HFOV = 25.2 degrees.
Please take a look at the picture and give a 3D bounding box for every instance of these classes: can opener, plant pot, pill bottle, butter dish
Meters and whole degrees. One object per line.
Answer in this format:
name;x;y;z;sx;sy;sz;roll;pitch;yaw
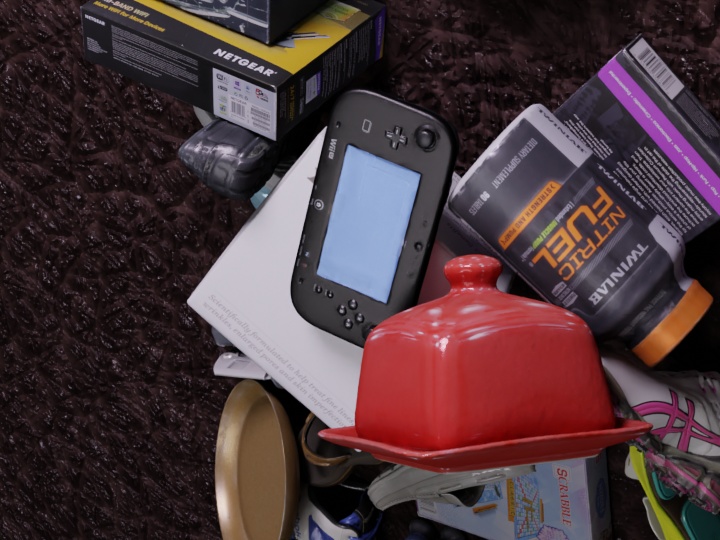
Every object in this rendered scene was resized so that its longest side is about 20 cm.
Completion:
can opener;-0.069;0.079;1.575;0.198;0.053;0.068;1;122;39
plant pot;-0.104;0.213;1.654;0.200;0.027;0.203;-179;90;-66
pill bottle;0.169;-0.021;1.203;0.200;0.106;0.106;43;139;4
butter dish;0.085;0.063;1.177;0.199;0.197;0.150;180;87;-66

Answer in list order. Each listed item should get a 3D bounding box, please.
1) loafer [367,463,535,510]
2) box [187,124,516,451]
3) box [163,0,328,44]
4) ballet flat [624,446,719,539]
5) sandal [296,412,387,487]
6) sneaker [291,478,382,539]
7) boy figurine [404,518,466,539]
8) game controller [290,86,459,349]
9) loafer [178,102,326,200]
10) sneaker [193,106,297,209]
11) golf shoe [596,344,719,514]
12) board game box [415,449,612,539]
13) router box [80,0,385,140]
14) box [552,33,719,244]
loafer;0.079;0.185;1.455;0.199;0.070;0.070;-34;88;48
box;0.000;0.000;1.338;0.199;0.131;0.200;41;118;-3
box;-0.115;-0.316;1.257;0.195;0.124;0.202;23;134;22
ballet flat;0.261;0.184;1.371;0.067;0.067;0.202;5;126;54
sandal;-0.025;0.164;1.563;0.199;0.054;0.083;-20;65;62
sneaker;-0.012;0.285;1.665;0.115;0.080;0.200;-27;100;50
boy figurine;0.035;0.326;1.567;0.123;0.200;0.065;6;125;33
game controller;0.008;-0.037;1.222;0.103;0.042;0.202;19;115;9
loafer;-0.083;-0.119;1.322;0.070;0.201;0.069;26;120;10
sneaker;-0.085;-0.083;1.447;0.200;0.074;0.082;46;134;2
golf shoe;0.240;0.106;1.269;0.200;0.093;0.072;40;172;-34
board game box;0.132;0.166;1.480;0.198;0.041;0.202;15;129;33
router box;-0.102;-0.194;1.312;0.198;0.157;0.053;24;133;23
box;0.196;-0.070;1.248;0.143;0.036;0.200;48;138;0
